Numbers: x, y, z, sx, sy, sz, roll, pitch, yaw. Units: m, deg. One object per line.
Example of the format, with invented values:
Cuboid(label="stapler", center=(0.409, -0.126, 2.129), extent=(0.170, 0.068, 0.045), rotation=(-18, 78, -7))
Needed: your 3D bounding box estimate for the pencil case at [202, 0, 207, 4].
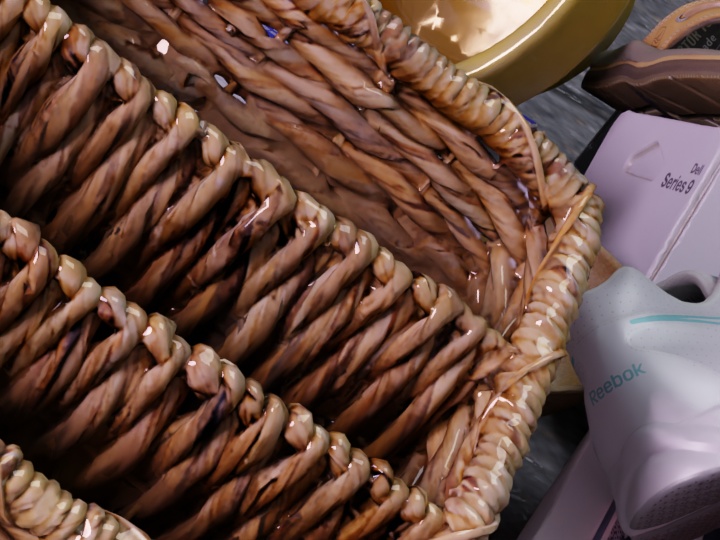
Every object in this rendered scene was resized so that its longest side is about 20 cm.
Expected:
Cuboid(label="pencil case", center=(-0.093, -0.101, 0.827), extent=(0.078, 0.090, 0.199), rotation=(18, 6, 38))

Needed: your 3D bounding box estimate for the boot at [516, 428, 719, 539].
Cuboid(label="boot", center=(0.106, 0.086, 0.762), extent=(0.090, 0.073, 0.200), rotation=(35, 21, 8))

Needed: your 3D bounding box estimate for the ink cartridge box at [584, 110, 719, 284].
Cuboid(label="ink cartridge box", center=(0.177, 0.028, 0.914), extent=(0.199, 0.084, 0.146), rotation=(32, -1, -12))

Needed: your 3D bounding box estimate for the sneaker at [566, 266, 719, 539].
Cuboid(label="sneaker", center=(0.129, 0.034, 0.726), extent=(0.200, 0.070, 0.081), rotation=(7, 51, -56))

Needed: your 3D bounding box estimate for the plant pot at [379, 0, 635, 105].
Cuboid(label="plant pot", center=(0.037, -0.152, 0.994), extent=(0.201, 0.201, 0.189), rotation=(45, 7, 17))

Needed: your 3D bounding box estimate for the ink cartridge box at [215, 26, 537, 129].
Cuboid(label="ink cartridge box", center=(-0.040, -0.055, 0.775), extent=(0.199, 0.037, 0.095), rotation=(-7, 34, -46))

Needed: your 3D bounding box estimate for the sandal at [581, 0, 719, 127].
Cuboid(label="sandal", center=(0.144, -0.075, 0.912), extent=(0.080, 0.054, 0.200), rotation=(32, -1, -16))

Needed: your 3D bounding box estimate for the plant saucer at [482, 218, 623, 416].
Cuboid(label="plant saucer", center=(0.000, 0.000, 0.778), extent=(0.199, 0.036, 0.200), rotation=(19, 22, -8))

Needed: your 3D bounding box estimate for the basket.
Cuboid(label="basket", center=(-0.053, 0.008, 0.551), extent=(0.200, 0.149, 0.143), rotation=(37, 26, -21))

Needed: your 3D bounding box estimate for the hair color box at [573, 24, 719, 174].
Cuboid(label="hair color box", center=(0.201, -0.069, 1.160), extent=(0.065, 0.109, 0.200), rotation=(49, 26, 25))
